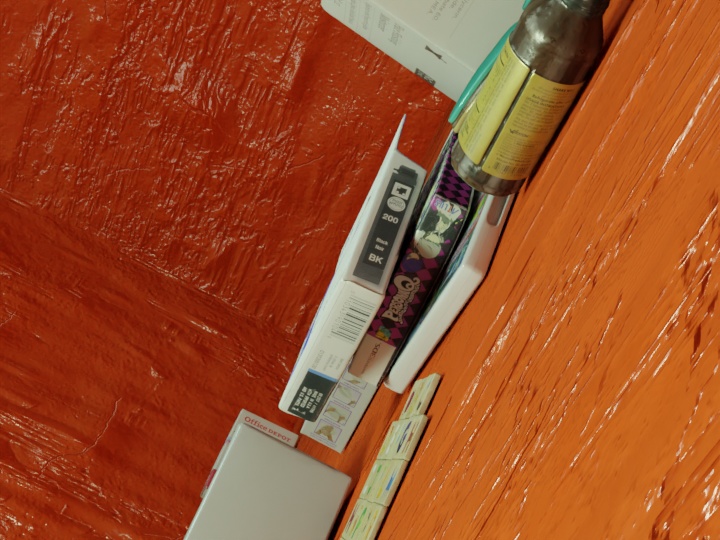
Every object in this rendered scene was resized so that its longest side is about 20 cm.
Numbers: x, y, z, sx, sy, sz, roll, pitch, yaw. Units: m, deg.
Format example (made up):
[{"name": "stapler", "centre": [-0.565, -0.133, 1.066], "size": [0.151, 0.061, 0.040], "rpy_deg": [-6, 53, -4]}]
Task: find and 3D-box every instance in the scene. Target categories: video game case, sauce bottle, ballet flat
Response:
[{"name": "video game case", "centre": [0.053, -0.022, 1.105], "size": [0.201, 0.035, 0.183], "rpy_deg": [-69, 3, -63]}, {"name": "video game case", "centre": [0.085, -0.016, 1.042], "size": [0.184, 0.023, 0.201], "rpy_deg": [-66, 3, -35]}, {"name": "sauce bottle", "centre": [0.128, -0.143, 0.874], "size": [0.201, 0.064, 0.065], "rpy_deg": [-61, 3, 40]}, {"name": "ballet flat", "centre": [0.141, -0.181, 0.959], "size": [0.202, 0.063, 0.069], "rpy_deg": [-59, 5, -1]}]

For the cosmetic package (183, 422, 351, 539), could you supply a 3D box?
[{"name": "cosmetic package", "centre": [-0.114, 0.281, 1.168], "size": [0.200, 0.122, 0.201], "rpy_deg": [116, 179, -62]}]

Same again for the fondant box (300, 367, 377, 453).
[{"name": "fondant box", "centre": [0.006, 0.087, 1.433], "size": [0.145, 0.058, 0.201], "rpy_deg": [-67, 1, -53]}]

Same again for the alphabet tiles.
[{"name": "alphabet tiles", "centre": [0.009, 0.170, 0.924], "size": [0.166, 0.006, 0.202], "rpy_deg": [121, 174, -80]}]

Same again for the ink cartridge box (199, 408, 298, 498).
[{"name": "ink cartridge box", "centre": [-0.240, 0.426, 2.727], "size": [0.086, 0.146, 0.202], "rpy_deg": [120, 175, -62]}]

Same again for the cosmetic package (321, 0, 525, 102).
[{"name": "cosmetic package", "centre": [0.090, -0.253, 1.074], "size": [0.166, 0.199, 0.165], "rpy_deg": [-55, 0, -1]}]

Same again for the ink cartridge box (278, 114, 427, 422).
[{"name": "ink cartridge box", "centre": [0.000, 0.000, 1.086], "size": [0.199, 0.043, 0.202], "rpy_deg": [116, 175, -50]}]
